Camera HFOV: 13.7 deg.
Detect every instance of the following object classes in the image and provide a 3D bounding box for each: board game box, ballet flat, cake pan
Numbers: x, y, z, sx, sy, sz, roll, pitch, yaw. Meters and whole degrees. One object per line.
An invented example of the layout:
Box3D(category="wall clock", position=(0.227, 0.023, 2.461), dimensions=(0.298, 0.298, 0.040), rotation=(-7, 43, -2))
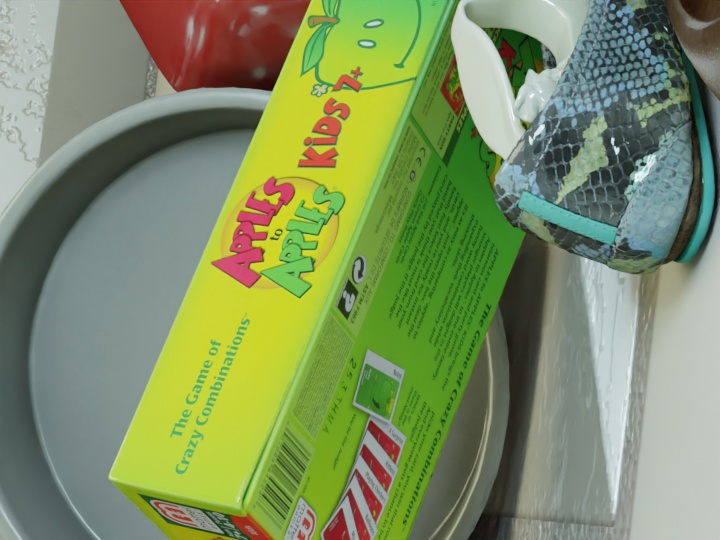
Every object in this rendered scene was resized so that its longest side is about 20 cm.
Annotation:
Box3D(category="board game box", position=(0.000, 0.000, 0.917), dimensions=(0.102, 0.048, 0.200), rotation=(53, -126, -54))
Box3D(category="ballet flat", position=(0.059, -0.081, 0.863), dimensions=(0.200, 0.074, 0.074), rotation=(-92, 13, -50))
Box3D(category="cake pan", position=(-0.042, 0.037, 1.040), dimensions=(0.037, 0.200, 0.201), rotation=(-6, -75, -74))

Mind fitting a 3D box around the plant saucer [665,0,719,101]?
Box3D(category="plant saucer", position=(0.106, -0.128, 0.720), dimensions=(0.200, 0.032, 0.201), rotation=(-171, 90, -81))

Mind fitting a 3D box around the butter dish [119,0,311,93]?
Box3D(category="butter dish", position=(-0.005, -0.113, 1.058), dimensions=(0.199, 0.200, 0.148), rotation=(130, 121, -75))
